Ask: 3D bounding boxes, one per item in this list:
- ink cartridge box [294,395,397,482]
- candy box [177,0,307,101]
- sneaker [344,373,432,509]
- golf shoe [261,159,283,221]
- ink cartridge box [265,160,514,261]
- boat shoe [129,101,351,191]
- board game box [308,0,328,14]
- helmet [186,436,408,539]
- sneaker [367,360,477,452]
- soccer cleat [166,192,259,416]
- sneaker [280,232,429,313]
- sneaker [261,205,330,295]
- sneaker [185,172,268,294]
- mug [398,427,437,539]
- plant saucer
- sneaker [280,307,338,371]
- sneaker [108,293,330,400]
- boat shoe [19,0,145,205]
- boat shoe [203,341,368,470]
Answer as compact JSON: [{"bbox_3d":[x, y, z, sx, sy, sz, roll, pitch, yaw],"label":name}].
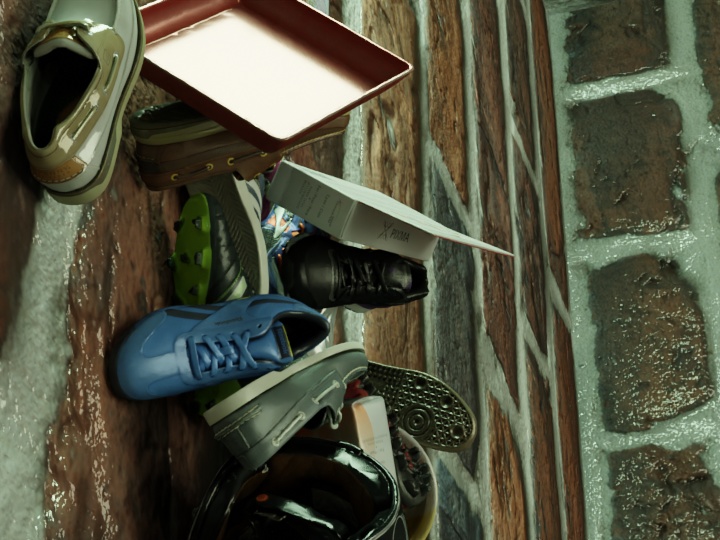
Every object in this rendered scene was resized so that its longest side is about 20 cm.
[{"bbox_3d":[-0.037,0.216,1.320,0.050,0.161,0.202,-4,85,-48],"label":"ink cartridge box"},{"bbox_3d":[-0.110,-0.240,1.401,0.055,0.115,0.201,43,40,-64],"label":"candy box"},{"bbox_3d":[0.001,0.173,1.386,0.071,0.098,0.201,54,-1,-27],"label":"sneaker"},{"bbox_3d":[-0.103,-0.138,1.454,0.092,0.075,0.202,40,44,-72],"label":"golf shoe"},{"bbox_3d":[0.031,-0.039,1.433,0.200,0.176,0.045,12,104,-62],"label":"ink cartridge box"},{"bbox_3d":[-0.101,-0.112,1.289,0.072,0.199,0.068,34,-50,55],"label":"boat shoe"},{"bbox_3d":[-0.085,-0.281,1.649,0.200,0.041,0.201,56,30,-56],"label":"board game box"},{"bbox_3d":[-0.053,0.250,1.194,0.200,0.199,0.192,-65,166,-64],"label":"helmet"},{"bbox_3d":[0.042,0.140,1.596,0.071,0.199,0.076,-60,153,-11],"label":"sneaker"},{"bbox_3d":[-0.114,0.032,1.289,0.081,0.067,0.202,-10,96,-37],"label":"soccer cleat"},{"bbox_3d":[0.000,0.000,1.455,0.200,0.087,0.076,4,82,-61],"label":"sneaker"},{"bbox_3d":[-0.070,-0.030,1.490,0.201,0.078,0.076,-80,155,-50],"label":"sneaker"},{"bbox_3d":[-0.112,-0.047,1.357,0.084,0.074,0.202,-8,89,-70],"label":"sneaker"},{"bbox_3d":[0.006,0.245,1.539,0.153,0.148,0.188,39,70,-79],"label":"mug"},{"bbox_3d":[-0.088,-0.174,1.268,0.200,0.199,0.037,-34,150,-48],"label":"plant saucer"},{"bbox_3d":[-0.061,0.079,1.502,0.081,0.070,0.201,78,19,-46],"label":"sneaker"},{"bbox_3d":[-0.107,0.058,1.196,0.199,0.078,0.066,-14,102,-46],"label":"sneaker"},{"bbox_3d":[-0.204,-0.151,1.095,0.068,0.074,0.201,63,24,-62],"label":"boat shoe"},{"bbox_3d":[-0.049,0.109,1.219,0.062,0.073,0.200,59,32,7],"label":"boat shoe"}]
